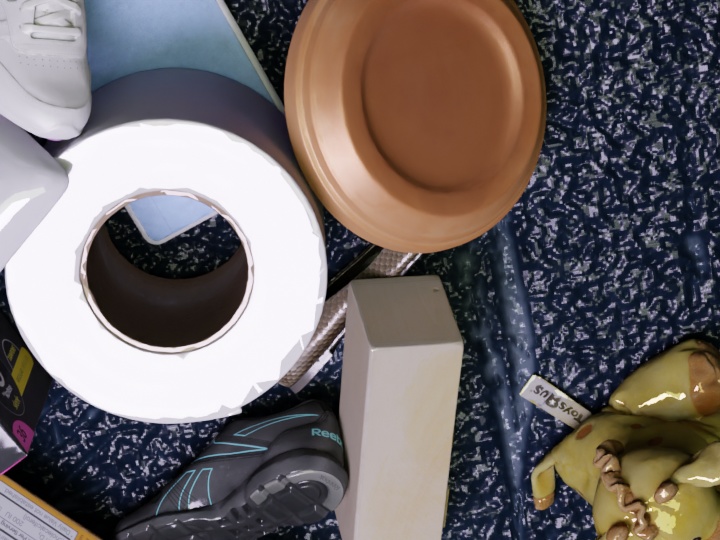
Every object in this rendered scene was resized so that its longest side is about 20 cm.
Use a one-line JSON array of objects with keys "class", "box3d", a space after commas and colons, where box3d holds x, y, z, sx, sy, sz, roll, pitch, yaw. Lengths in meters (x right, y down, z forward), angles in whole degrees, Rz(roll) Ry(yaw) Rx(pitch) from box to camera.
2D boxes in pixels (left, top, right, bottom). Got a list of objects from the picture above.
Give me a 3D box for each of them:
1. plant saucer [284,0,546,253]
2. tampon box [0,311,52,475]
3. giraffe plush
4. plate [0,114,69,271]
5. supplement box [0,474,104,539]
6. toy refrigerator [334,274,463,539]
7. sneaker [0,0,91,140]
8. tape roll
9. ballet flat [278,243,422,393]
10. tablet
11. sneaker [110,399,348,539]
[{"class": "plant saucer", "box3d": [0.044, -0.112, 1.330, 0.200, 0.037, 0.201, 0, 90, -33]}, {"class": "tampon box", "box3d": [-0.326, 0.104, 1.383, 0.200, 0.150, 0.126, -33, 105, 9]}, {"class": "giraffe plush", "box3d": [0.209, 0.146, 1.409, 0.200, 0.162, 0.173, 16, 107, -8]}, {"class": "plate", "box3d": [-0.302, -0.041, 1.288, 0.200, 0.032, 0.200, 44, 99, 29]}, {"class": "supplement box", "box3d": [-0.209, 0.213, 1.443, 0.200, 0.066, 0.069, 40, 62, -20]}, {"class": "toy refrigerator", "box3d": [0.026, 0.106, 1.403, 0.070, 0.076, 0.200, -3, 126, -11]}, {"class": "sneaker", "box3d": [-0.206, -0.175, 1.274, 0.075, 0.200, 0.100, -1, 150, -34]}, {"class": "tape roll", "box3d": [-0.122, -0.019, 1.343, 0.202, 0.139, 0.203, -1, 109, -3]}, {"class": "ballet flat", "box3d": [0.000, 0.000, 1.410, 0.046, 0.067, 0.200, 40, 108, -3]}, {"class": "tablet", "box3d": [-0.135, -0.128, 1.386, 0.130, 0.014, 0.200, -28, 108, 7]}, {"class": "sneaker", "box3d": [-0.090, 0.155, 1.455, 0.200, 0.079, 0.075, -24, 134, 26]}]
